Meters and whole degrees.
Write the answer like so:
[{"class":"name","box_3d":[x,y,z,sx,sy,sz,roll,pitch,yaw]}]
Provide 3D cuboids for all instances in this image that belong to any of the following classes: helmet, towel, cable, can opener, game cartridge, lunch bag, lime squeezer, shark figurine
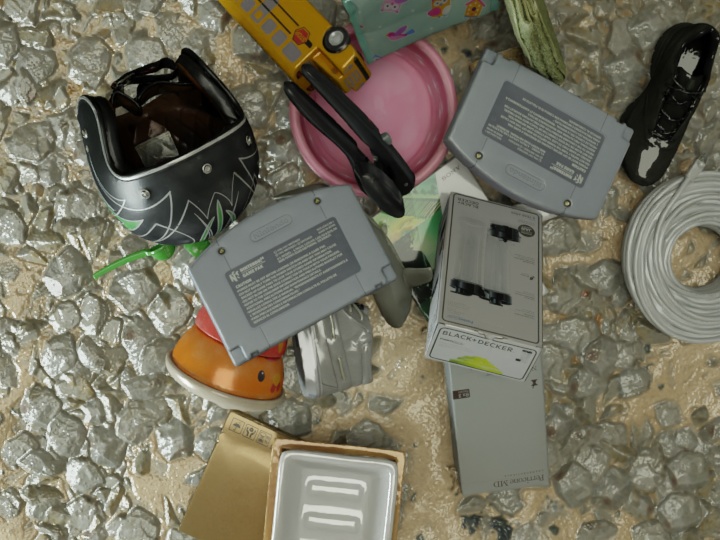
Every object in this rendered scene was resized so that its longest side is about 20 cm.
[{"class":"helmet","box_3d":[-0.203,-0.122,1.035,0.199,0.200,0.192,-34,80,1]},{"class":"towel","box_3d":[0.179,-0.293,1.030,0.036,0.200,0.151,-18,76,18]},{"class":"cable","box_3d":[0.408,-0.017,1.132,0.199,0.069,0.201,-41,95,2]},{"class":"can opener","box_3d":[-0.006,-0.147,1.034,0.063,0.079,0.200,-39,117,1]},{"class":"game cartridge","box_3d":[0.198,-0.144,1.064,0.198,0.042,0.135,27,91,-9]},{"class":"game cartridge","box_3d":[-0.076,-0.004,1.014,0.198,0.042,0.135,-27,82,-10]},{"class":"lunch bag","box_3d":[0.046,-0.359,1.048,0.168,0.122,0.202,-19,57,8]},{"class":"lime squeezer","box_3d":[-0.221,-0.013,1.133,0.196,0.038,0.071,7,125,-3]},{"class":"shark figurine","box_3d":[-0.004,-0.017,1.079,0.089,0.128,0.216,-38,99,-26]}]

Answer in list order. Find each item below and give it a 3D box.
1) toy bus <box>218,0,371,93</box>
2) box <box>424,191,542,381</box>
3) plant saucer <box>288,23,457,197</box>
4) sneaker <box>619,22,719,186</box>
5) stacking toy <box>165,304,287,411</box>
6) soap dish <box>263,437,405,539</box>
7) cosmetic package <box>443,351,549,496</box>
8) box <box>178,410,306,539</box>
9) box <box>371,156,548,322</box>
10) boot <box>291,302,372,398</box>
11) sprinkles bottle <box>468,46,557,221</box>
[{"class":"toy bus","box_3d":[-0.077,-0.271,1.059,0.078,0.065,0.200,-42,69,3]},{"class":"box","box_3d":[0.137,0.014,1.032,0.115,0.202,0.061,13,137,-4]},{"class":"plant saucer","box_3d":[0.015,-0.188,1.115,0.197,0.051,0.204,0,95,-3]},{"class":"sneaker","box_3d":[0.362,-0.198,1.106,0.075,0.091,0.203,16,95,-5]},{"class":"stacking toy","box_3d":[-0.127,0.045,1.070,0.144,0.146,0.203,20,100,-3]},{"class":"soap dish","box_3d":[-0.035,0.300,1.111,0.154,0.081,0.204,6,94,-2]},{"class":"cosmetic package","box_3d":[0.157,0.153,1.107,0.111,0.081,0.203,-9,109,1]},{"class":"box","box_3d":[-0.103,0.284,1.159,0.198,0.021,0.166,25,93,-4]},{"class":"box","box_3d":[0.114,-0.016,1.138,0.143,0.036,0.201,-35,93,1]},{"class":"boot","box_3d":[-0.038,0.046,1.129,0.094,0.073,0.204,-10,97,-14]},{"class":"sprinkles bottle","box_3d":[0.187,-0.157,1.113,0.067,0.068,0.203,-18,95,0]}]
